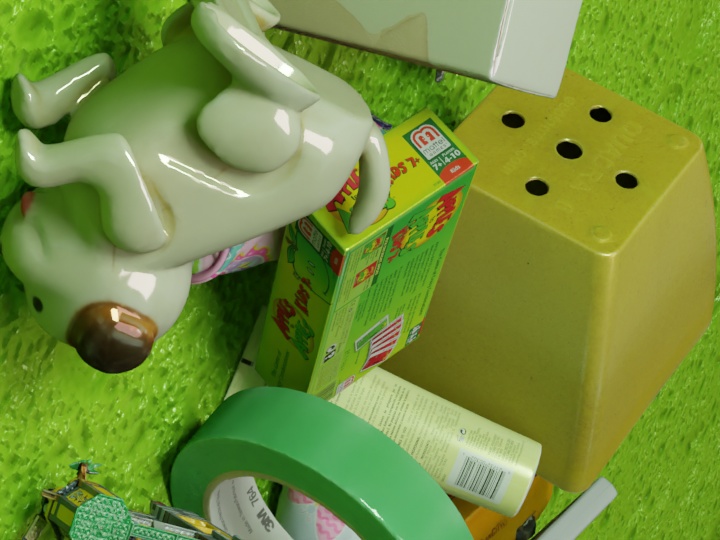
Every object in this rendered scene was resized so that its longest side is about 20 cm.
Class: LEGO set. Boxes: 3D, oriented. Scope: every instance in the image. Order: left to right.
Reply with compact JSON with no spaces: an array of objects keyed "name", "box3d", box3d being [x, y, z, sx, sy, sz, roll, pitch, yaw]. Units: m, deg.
[{"name":"LEGO set","box3d":[-0.151,0.205,1.249,0.153,0.116,0.202,8,95,-30]}]

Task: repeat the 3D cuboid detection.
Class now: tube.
[{"name":"tube","box3d":[0.015,0.094,1.374,0.058,0.198,0.052,-71,-176,-50]}]

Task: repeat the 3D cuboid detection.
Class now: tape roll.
[{"name":"tape roll","box3d":[-0.022,0.161,1.313,0.048,0.199,0.202,-47,141,-35]}]

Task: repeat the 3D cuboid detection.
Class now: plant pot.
[{"name":"plant pot","box3d":[0.120,-0.017,1.424,0.200,0.199,0.177,-46,156,-38]}]

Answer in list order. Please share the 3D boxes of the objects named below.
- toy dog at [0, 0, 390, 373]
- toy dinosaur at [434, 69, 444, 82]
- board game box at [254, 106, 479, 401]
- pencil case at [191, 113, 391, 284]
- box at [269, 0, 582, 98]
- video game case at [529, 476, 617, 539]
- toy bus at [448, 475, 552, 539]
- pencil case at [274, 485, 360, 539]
[{"name":"toy dog","box3d":[-0.102,-0.047,1.131,0.200,0.140,0.193,-46,132,13]},{"name":"toy dinosaur","box3d":[0.039,-0.173,1.373,0.199,0.085,0.137,-20,129,-48]},{"name":"board game box","box3d":[0.000,0.000,1.279,0.101,0.048,0.201,-34,160,-26]},{"name":"pencil case","box3d":[-0.048,-0.045,1.281,0.199,0.087,0.088,-12,115,-56]},{"name":"box","box3d":[0.016,-0.159,1.215,0.095,0.199,0.078,6,100,-60]},{"name":"video game case","box3d":[0.089,0.249,1.617,0.200,0.022,0.182,-37,171,-44]},{"name":"toy bus","box3d":[0.077,0.176,1.609,0.200,0.078,0.066,-35,134,-47]},{"name":"pencil case","box3d":[-0.017,0.189,1.444,0.083,0.090,0.202,-41,140,-77]}]
